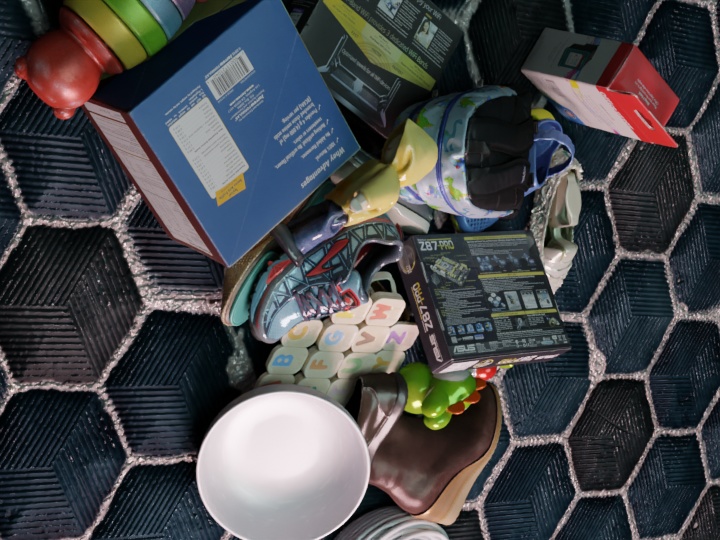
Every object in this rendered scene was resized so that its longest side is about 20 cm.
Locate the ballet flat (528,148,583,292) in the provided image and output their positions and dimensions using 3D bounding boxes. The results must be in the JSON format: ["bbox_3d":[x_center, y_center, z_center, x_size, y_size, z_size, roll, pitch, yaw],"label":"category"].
[{"bbox_3d":[0.251,-0.054,1.830,0.071,0.071,0.203,-11,111,-34],"label":"ballet flat"}]

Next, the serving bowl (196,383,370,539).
[{"bbox_3d":[-0.089,0.213,1.631,0.197,0.066,0.203,-2,113,-4],"label":"serving bowl"}]

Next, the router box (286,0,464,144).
[{"bbox_3d":[0.007,-0.254,1.588,0.199,0.052,0.159,34,83,-39],"label":"router box"}]

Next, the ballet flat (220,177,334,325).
[{"bbox_3d":[-0.106,-0.033,1.569,0.201,0.065,0.071,-54,158,-9],"label":"ballet flat"}]

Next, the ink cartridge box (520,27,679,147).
[{"bbox_3d":[0.303,-0.223,1.727,0.116,0.199,0.068,39,81,-38],"label":"ink cartridge box"}]

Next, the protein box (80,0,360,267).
[{"bbox_3d":[-0.143,-0.153,1.455,0.198,0.134,0.201,-43,125,-18],"label":"protein box"}]

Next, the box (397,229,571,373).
[{"bbox_3d":[0.148,0.035,1.712,0.198,0.049,0.163,-4,70,-37],"label":"box"}]

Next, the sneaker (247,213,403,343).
[{"bbox_3d":[-0.036,0.010,1.539,0.200,0.095,0.079,-45,143,-6],"label":"sneaker"}]

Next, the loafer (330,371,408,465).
[{"bbox_3d":[-0.018,0.200,1.695,0.071,0.073,0.202,20,107,-26],"label":"loafer"}]

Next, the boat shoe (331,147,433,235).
[{"bbox_3d":[0.020,-0.111,1.641,0.199,0.072,0.062,37,70,-42],"label":"boat shoe"}]

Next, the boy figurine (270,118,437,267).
[{"bbox_3d":[-0.004,-0.082,1.492,0.199,0.124,0.065,-37,103,-2],"label":"boy figurine"}]

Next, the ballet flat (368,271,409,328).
[{"bbox_3d":[0.000,0.000,1.655,0.069,0.062,0.201,-86,153,-45],"label":"ballet flat"}]

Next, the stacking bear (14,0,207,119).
[{"bbox_3d":[-0.243,-0.240,1.374,0.200,0.114,0.122,-47,118,-7],"label":"stacking bear"}]

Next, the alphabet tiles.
[{"bbox_3d":[-0.025,0.107,1.658,0.194,0.015,0.202,6,124,-38],"label":"alphabet tiles"}]

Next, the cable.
[{"bbox_3d":[0.032,0.401,1.809,0.200,0.069,0.201,-45,127,-17],"label":"cable"}]

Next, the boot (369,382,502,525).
[{"bbox_3d":[0.088,0.204,1.781,0.166,0.072,0.202,34,68,-31],"label":"boot"}]

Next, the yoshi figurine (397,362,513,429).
[{"bbox_3d":[0.105,0.111,1.742,0.113,0.112,0.200,49,46,-9],"label":"yoshi figurine"}]

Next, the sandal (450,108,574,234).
[{"bbox_3d":[0.190,-0.119,1.750,0.200,0.087,0.080,-46,128,-13],"label":"sandal"}]

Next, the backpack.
[{"bbox_3d":[0.118,-0.132,1.611,0.200,0.151,0.166,-42,138,-73],"label":"backpack"}]
